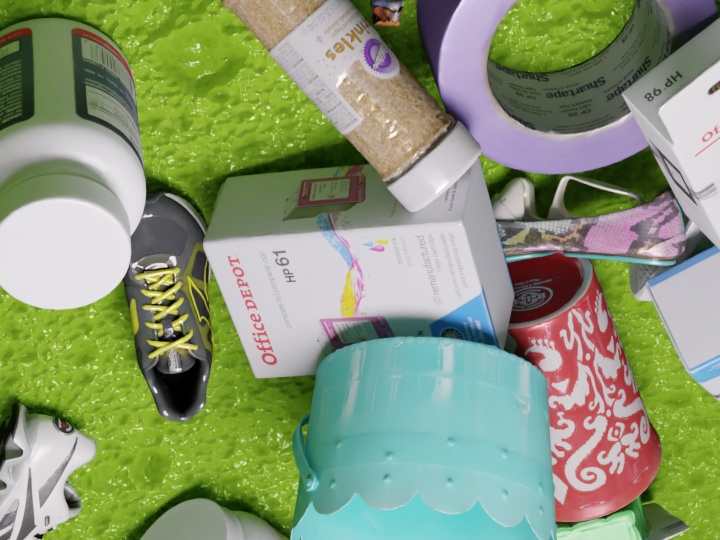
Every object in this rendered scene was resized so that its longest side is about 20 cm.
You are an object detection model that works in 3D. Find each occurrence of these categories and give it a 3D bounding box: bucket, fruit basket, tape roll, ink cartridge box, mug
[{"bbox_3d":[0.048,0.143,1.358,0.207,0.135,0.207,4,155,2],"label":"bucket"},{"bbox_3d":[0.181,0.240,1.580,0.185,0.094,0.200,-15,174,0],"label":"fruit basket"},{"bbox_3d":[0.144,-0.172,1.297,0.200,0.085,0.200,-6,129,-8],"label":"tape roll"},{"bbox_3d":[0.000,0.000,1.367,0.200,0.085,0.145,-4,131,18],"label":"ink cartridge box"},{"bbox_3d":[0.140,0.097,1.473,0.177,0.133,0.200,-32,127,-16],"label":"mug"},{"bbox_3d":[0.260,-0.108,1.278,0.116,0.067,0.200,-37,140,2],"label":"ink cartridge box"},{"bbox_3d":[0.321,0.031,1.439,0.145,0.084,0.200,-29,159,12],"label":"ink cartridge box"}]

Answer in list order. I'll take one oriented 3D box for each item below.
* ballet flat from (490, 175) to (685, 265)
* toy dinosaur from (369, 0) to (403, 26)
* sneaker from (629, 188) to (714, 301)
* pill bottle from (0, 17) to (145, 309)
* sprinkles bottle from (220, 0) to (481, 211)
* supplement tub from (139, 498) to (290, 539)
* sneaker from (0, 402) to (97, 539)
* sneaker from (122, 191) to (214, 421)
[{"bbox_3d":[0.149,-0.037,1.405,0.200,0.069,0.071,-2,95,22],"label":"ballet flat"},{"bbox_3d":[0.064,-0.243,1.228,0.200,0.105,0.182,-12,151,-17],"label":"toy dinosaur"},{"bbox_3d":[0.303,-0.038,1.438,0.118,0.074,0.200,24,118,-20],"label":"sneaker"},{"bbox_3d":[-0.205,-0.070,1.232,0.119,0.200,0.120,-5,129,-7],"label":"pill bottle"},{"bbox_3d":[-0.006,-0.133,1.256,0.068,0.068,0.200,-40,98,20],"label":"sprinkles bottle"},{"bbox_3d":[-0.094,0.297,1.582,0.145,0.145,0.200,-36,126,17],"label":"supplement tub"},{"bbox_3d":[-0.280,0.203,1.516,0.088,0.074,0.200,20,122,-23],"label":"sneaker"},{"bbox_3d":[-0.141,0.030,1.399,0.074,0.085,0.200,-12,129,-3],"label":"sneaker"}]
